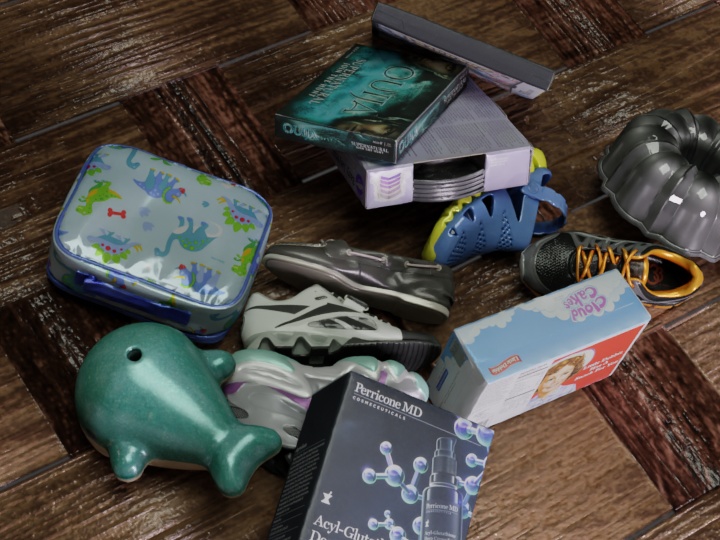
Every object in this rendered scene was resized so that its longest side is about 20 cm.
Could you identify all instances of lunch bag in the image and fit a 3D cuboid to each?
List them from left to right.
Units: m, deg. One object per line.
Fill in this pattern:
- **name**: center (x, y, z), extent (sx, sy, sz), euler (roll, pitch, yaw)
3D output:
- **lunch bag**: center (-0.197, -0.025, 1.711), extent (0.199, 0.083, 0.161), euler (19, 52, -2)

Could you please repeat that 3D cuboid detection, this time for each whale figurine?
- **whale figurine**: center (-0.168, 0.122, 1.582), extent (0.199, 0.104, 0.159), euler (30, 59, 26)

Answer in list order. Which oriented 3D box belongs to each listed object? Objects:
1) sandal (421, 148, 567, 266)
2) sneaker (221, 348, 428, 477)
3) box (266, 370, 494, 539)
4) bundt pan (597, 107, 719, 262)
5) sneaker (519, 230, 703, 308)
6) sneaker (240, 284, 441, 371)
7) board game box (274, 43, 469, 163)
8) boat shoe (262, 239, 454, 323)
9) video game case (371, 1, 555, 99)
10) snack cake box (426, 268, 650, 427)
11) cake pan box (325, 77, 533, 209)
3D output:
- **sandal**: center (0.146, -0.052, 1.833), extent (0.200, 0.080, 0.087), euler (-35, 75, -31)
- **sneaker**: center (-0.035, 0.153, 1.644), extent (0.199, 0.078, 0.141), euler (3, 57, -3)
- **box**: center (0.011, 0.214, 1.546), extent (0.148, 0.107, 0.201), euler (23, 67, -14)
- **bundt pan**: center (0.361, -0.104, 1.897), extent (0.201, 0.076, 0.202), euler (14, 38, -11)
- **sneaker**: center (0.262, -0.003, 1.815), extent (0.199, 0.077, 0.079), euler (3, 86, -13)
- **sneaker**: center (-0.018, 0.052, 1.713), extent (0.199, 0.074, 0.089), euler (5, 57, -13)
- **board game box**: center (0.015, -0.176, 1.812), extent (0.135, 0.028, 0.200), euler (13, 33, 19)
- **boat shoe**: center (0.000, 0.000, 1.756), extent (0.199, 0.067, 0.057), euler (17, 65, -12)
- **video game case**: center (0.107, -0.235, 1.898), extent (0.199, 0.181, 0.026), euler (21, 93, 0)
- **snack cake box**: center (0.172, 0.081, 1.721), extent (0.199, 0.115, 0.067), euler (-19, 63, -27)
- **cake pan box**: center (0.061, -0.139, 1.830), extent (0.183, 0.053, 0.200), euler (-11, 34, -17)
